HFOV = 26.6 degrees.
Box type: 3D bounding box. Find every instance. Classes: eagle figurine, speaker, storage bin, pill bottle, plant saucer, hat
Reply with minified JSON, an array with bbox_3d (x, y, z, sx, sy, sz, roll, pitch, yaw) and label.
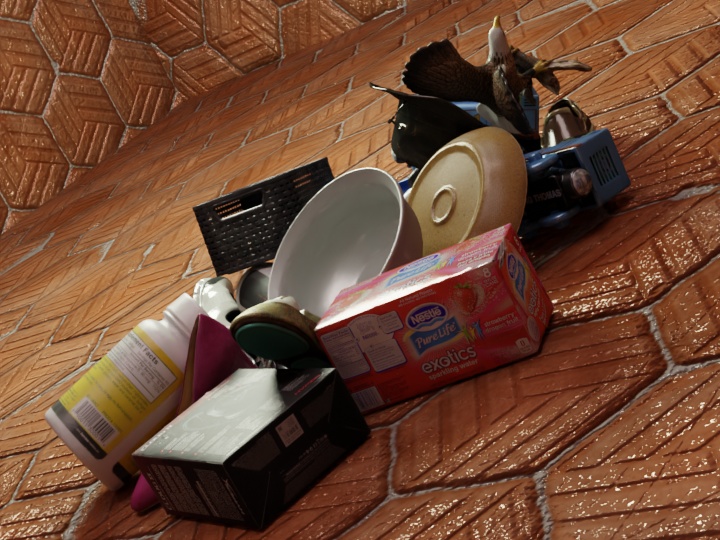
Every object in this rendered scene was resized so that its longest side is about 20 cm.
[{"bbox_3d":[0.155,-0.223,1.793,0.151,0.152,0.200,-27,6,39],"label":"eagle figurine"},{"bbox_3d":[-0.086,0.042,1.772,0.081,0.082,0.200,-31,16,-10],"label":"speaker"},{"bbox_3d":[-0.108,-0.069,1.907,0.134,0.095,0.200,-18,6,18],"label":"storage bin"},{"bbox_3d":[-0.228,0.126,1.623,0.200,0.115,0.114,-43,18,-9],"label":"pill bottle"},{"bbox_3d":[0.100,-0.064,1.630,0.200,0.035,0.202,-33,48,45],"label":"plant saucer"},{"bbox_3d":[0.088,-0.153,1.768,0.082,0.199,0.201,-68,17,3],"label":"hat"}]

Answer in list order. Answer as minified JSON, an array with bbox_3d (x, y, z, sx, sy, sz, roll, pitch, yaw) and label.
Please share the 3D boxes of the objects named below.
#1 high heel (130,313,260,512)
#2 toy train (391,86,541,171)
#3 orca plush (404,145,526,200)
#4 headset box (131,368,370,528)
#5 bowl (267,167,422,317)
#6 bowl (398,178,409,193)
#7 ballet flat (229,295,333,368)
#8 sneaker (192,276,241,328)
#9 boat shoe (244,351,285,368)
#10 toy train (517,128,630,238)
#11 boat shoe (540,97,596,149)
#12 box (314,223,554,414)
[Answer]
[{"bbox_3d":[-0.187,0.144,1.539,0.200,0.096,0.067,-50,21,-15],"label":"high heel"},{"bbox_3d":[0.138,-0.180,1.943,0.198,0.115,0.087,-1,16,0],"label":"toy train"},{"bbox_3d":[0.115,-0.087,1.846,0.200,0.105,0.071,-44,-20,-4],"label":"orca plush"},{"bbox_3d":[-0.110,0.163,1.433,0.149,0.078,0.199,-38,17,-31],"label":"headset box"},{"bbox_3d":[0.000,0.000,1.615,0.200,0.090,0.202,-32,41,32],"label":"bowl"},{"bbox_3d":[0.031,-0.060,1.970,0.199,0.040,0.201,-27,15,8],"label":"bowl"},{"bbox_3d":[-0.063,0.062,1.470,0.070,0.200,0.071,-15,61,28],"label":"ballet flat"},{"bbox_3d":[-0.175,0.063,1.914,0.079,0.074,0.200,-11,23,9],"label":"sneaker"},{"bbox_3d":[-0.093,0.105,1.613,0.072,0.063,0.200,-32,15,-12],"label":"boat shoe"},{"bbox_3d":[0.195,-0.090,1.669,0.114,0.087,0.199,-29,9,-34],"label":"toy train"},{"bbox_3d":[0.242,-0.156,1.827,0.074,0.075,0.203,-24,16,15],"label":"boat shoe"},{"bbox_3d":[0.071,0.046,1.440,0.199,0.100,0.096,-22,17,26],"label":"box"}]
